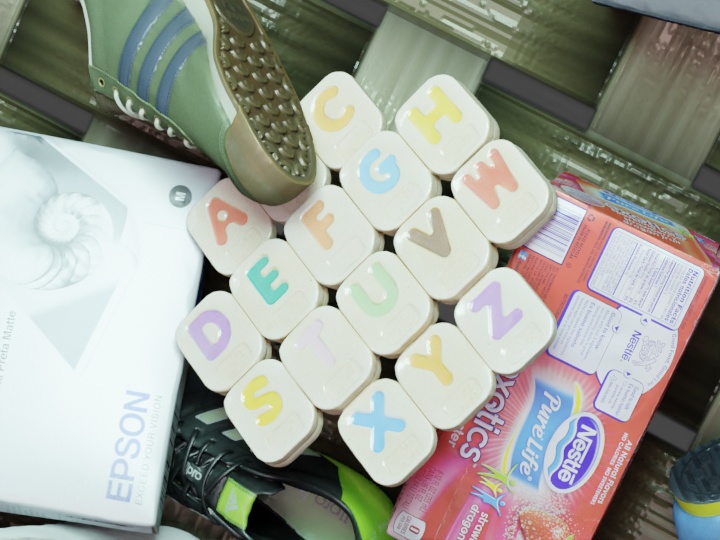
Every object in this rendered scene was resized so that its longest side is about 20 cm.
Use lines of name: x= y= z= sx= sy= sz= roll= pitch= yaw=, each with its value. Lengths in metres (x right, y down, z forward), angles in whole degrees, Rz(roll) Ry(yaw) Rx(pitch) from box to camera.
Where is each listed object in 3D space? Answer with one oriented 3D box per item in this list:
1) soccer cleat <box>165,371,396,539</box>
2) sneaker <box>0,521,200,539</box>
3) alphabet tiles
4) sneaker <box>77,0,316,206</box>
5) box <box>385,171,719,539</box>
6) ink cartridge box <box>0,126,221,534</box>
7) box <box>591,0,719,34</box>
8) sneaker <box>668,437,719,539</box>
soccer cleat: x=-0.072 y=0.107 z=1.084 sx=0.199 sy=0.081 sz=0.068 roll=25 pitch=102 yaw=7
sneaker: x=-0.160 y=0.164 z=1.052 sx=0.080 sy=0.199 sz=0.077 roll=23 pitch=99 yaw=45
alphabet tiles: x=0.000 y=0.000 z=1.004 sx=0.200 sy=0.015 sz=0.196 roll=-43 pitch=61 yaw=10
sneaker: x=-0.096 y=-0.101 z=1.048 sx=0.090 sy=0.067 sz=0.201 roll=-37 pitch=63 yaw=24
box: x=0.102 y=0.061 z=1.035 sx=0.099 sy=0.095 sz=0.201 roll=26 pitch=102 yaw=8
ink cartridge box: x=-0.186 y=0.025 z=1.061 sx=0.198 sy=0.041 sz=0.201 roll=9 pitch=75 yaw=-1
box: x=0.224 y=-0.205 z=0.969 sx=0.181 sy=0.104 sz=0.202 roll=15 pitch=100 yaw=10
sneaker: x=0.259 y=0.111 z=1.034 sx=0.199 sy=0.066 sz=0.079 roll=-19 pitch=114 yaw=10
